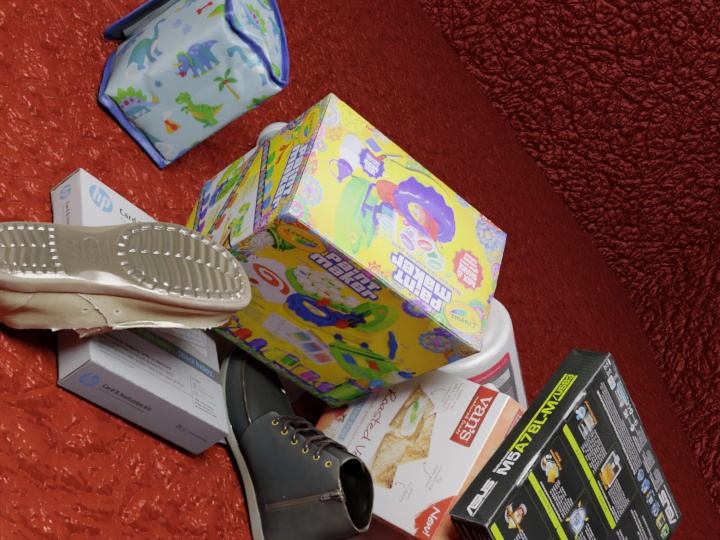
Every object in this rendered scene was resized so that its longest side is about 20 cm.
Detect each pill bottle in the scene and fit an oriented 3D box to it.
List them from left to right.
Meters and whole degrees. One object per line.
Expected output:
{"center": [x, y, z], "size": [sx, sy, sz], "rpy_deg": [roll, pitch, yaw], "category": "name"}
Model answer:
{"center": [0.109, 0.128, 1.138], "size": [0.111, 0.109, 0.201], "rpy_deg": [-97, 173, -51], "category": "pill bottle"}

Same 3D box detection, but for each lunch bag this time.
{"center": [-0.170, -0.234, 1.182], "size": [0.128, 0.169, 0.201], "rpy_deg": [51, 20, -32], "category": "lunch bag"}

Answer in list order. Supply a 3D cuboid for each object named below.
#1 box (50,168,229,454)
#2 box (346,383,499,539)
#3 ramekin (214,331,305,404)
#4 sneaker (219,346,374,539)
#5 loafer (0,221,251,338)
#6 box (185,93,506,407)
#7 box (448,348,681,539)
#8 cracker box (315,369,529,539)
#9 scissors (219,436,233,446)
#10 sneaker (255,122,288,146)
{"center": [-0.182, 0.033, 0.937], "size": [0.156, 0.041, 0.201], "rpy_deg": [39, 26, -43], "category": "box"}
{"center": [0.095, 0.256, 1.059], "size": [0.199, 0.199, 0.172], "rpy_deg": [47, 26, -34], "category": "box"}
{"center": [-0.085, 0.026, 1.119], "size": [0.201, 0.097, 0.201], "rpy_deg": [50, 21, -26], "category": "ramekin"}
{"center": [-0.051, 0.144, 0.973], "size": [0.074, 0.106, 0.202], "rpy_deg": [9, 56, -52], "category": "sneaker"}
{"center": [-0.178, 0.010, 0.823], "size": [0.198, 0.069, 0.076], "rpy_deg": [8, 46, -22], "category": "loafer"}
{"center": [-0.022, -0.005, 0.942], "size": [0.199, 0.192, 0.123], "rpy_deg": [36, 52, -25], "category": "box"}
{"center": [0.175, 0.201, 0.934], "size": [0.193, 0.047, 0.201], "rpy_deg": [-46, 122, -28], "category": "box"}
{"center": [0.044, 0.152, 0.982], "size": [0.058, 0.135, 0.199], "rpy_deg": [40, -15, -36], "category": "cracker box"}
{"center": [-0.094, 0.155, 1.033], "size": [0.200, 0.014, 0.074], "rpy_deg": [40, 34, -41], "category": "scissors"}
{"center": [-0.059, -0.079, 1.389], "size": [0.200, 0.079, 0.131], "rpy_deg": [44, 20, -16], "category": "sneaker"}
